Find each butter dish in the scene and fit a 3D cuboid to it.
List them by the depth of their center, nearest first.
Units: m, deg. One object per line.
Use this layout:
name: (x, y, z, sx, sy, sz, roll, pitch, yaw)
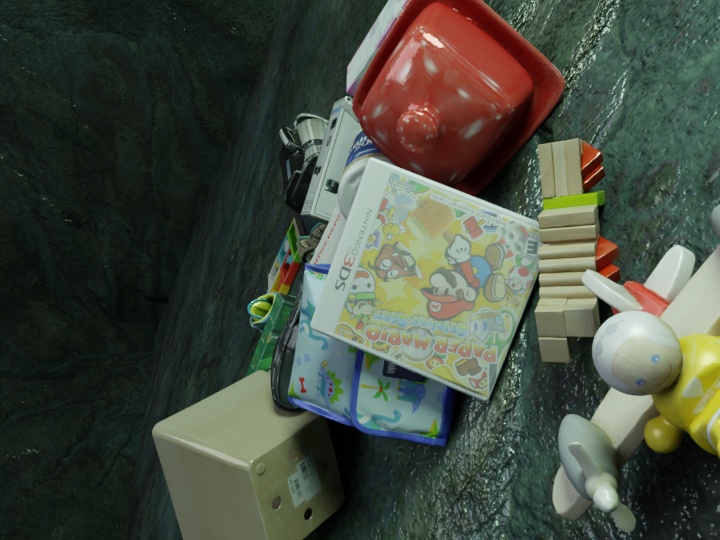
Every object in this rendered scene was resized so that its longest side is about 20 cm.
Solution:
butter dish: (0.081, -0.171, 0.608, 0.200, 0.199, 0.148, -49, 0, 40)

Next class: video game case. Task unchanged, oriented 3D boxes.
video game case: (0.069, 0.009, 0.568, 0.023, 0.196, 0.185, -36, -33, -82)

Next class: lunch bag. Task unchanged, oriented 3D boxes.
lunch bag: (0.023, 0.090, 0.652, 0.197, 0.127, 0.174, 12, 96, 30)

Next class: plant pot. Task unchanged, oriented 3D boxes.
plant pot: (-0.137, 0.277, 0.782, 0.175, 0.198, 0.204, -2, 104, 45)

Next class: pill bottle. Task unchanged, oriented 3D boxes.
pill bottle: (0.034, -0.146, 0.805, 0.112, 0.109, 0.202, -55, 13, 33)

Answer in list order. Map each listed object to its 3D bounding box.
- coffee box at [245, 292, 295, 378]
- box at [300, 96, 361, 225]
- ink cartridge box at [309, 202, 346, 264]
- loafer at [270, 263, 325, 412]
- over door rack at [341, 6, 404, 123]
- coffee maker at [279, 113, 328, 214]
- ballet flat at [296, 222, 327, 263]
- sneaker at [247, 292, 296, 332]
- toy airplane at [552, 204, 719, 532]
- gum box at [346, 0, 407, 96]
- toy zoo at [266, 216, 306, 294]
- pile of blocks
coffee box: (-0.118, 0.150, 0.960, 0.203, 0.121, 0.044, -66, 28, 11)
box: (-0.016, -0.171, 0.953, 0.060, 0.115, 0.204, 11, 85, 65)
ink cartridge box: (0.000, 0.000, 0.844, 0.149, 0.081, 0.201, -62, 27, 21)
loafer: (-0.073, 0.088, 0.760, 0.070, 0.067, 0.205, 161, 127, -68)
over door rack: (0.083, -0.260, 0.751, 0.067, 0.199, 0.148, 50, 130, 12)
coffee maker: (-0.099, -0.193, 1.166, 0.202, 0.131, 0.195, -104, 16, -52)
ballet flat: (-0.074, -0.043, 1.075, 0.199, 0.066, 0.077, 161, 101, -68)
sneaker: (-0.169, 0.114, 1.078, 0.202, 0.128, 0.080, -58, 29, 31)
toy airplane: (0.188, 0.049, 0.334, 0.198, 0.139, 0.204, -28, 50, 59)
gum box: (0.072, -0.345, 0.878, 0.200, 0.112, 0.067, -44, 36, 48)
toy zoo: (-0.175, -0.007, 1.305, 0.203, 0.020, 0.132, -63, 26, 22)
pile of blocks: (0.191, -0.022, 0.484, 0.061, 0.082, 0.205, -3, 74, 32)
